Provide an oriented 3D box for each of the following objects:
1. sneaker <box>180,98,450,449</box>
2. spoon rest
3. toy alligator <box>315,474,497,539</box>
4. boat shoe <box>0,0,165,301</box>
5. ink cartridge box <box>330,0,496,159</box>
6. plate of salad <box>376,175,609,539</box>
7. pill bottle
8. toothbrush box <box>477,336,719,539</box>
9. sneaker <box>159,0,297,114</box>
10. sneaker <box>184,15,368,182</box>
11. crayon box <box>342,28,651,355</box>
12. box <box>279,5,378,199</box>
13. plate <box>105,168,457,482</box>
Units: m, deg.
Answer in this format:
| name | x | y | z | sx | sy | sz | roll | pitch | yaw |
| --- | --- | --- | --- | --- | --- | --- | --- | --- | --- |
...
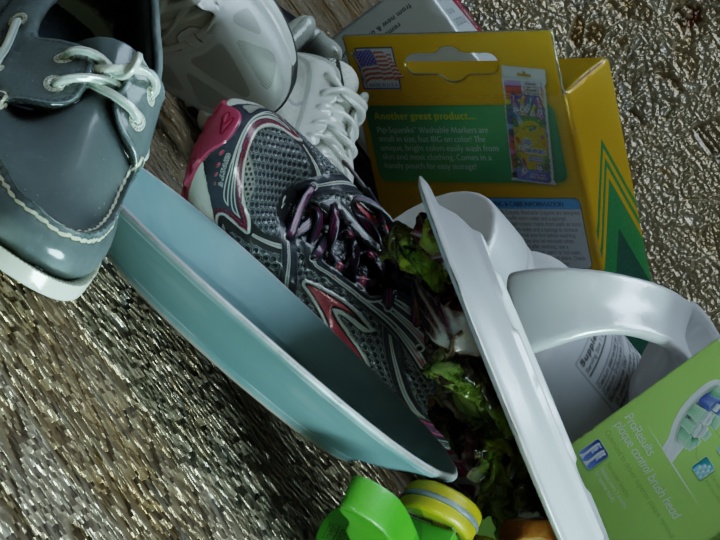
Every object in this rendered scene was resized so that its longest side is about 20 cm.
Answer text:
| name | x | y | z | sx | sy | sz | roll | pitch | yaw |
| --- | --- | --- | --- | --- | --- | --- | --- | --- | --- |
| sneaker | 0.000 | 0.000 | 1.205 | 0.075 | 0.081 | 0.200 | -3 | -40 | 44 |
| spoon rest | 0.138 | 0.048 | 1.290 | 0.200 | 0.061 | 0.100 | 33 | 47 | -52 |
| toy alligator | 0.035 | 0.133 | 1.058 | 0.054 | 0.059 | 0.200 | 5 | -32 | 42 |
| boat shoe | -0.100 | -0.060 | 0.951 | 0.073 | 0.062 | 0.200 | 34 | 22 | -18 |
| ink cartridge box | 0.065 | -0.063 | 1.588 | 0.200 | 0.083 | 0.146 | 53 | 9 | -2 |
| plate of salad | 0.053 | 0.059 | 1.112 | 0.200 | 0.048 | 0.200 | -23 | 90 | -86 |
| pill bottle | 0.080 | 0.064 | 1.373 | 0.200 | 0.113 | 0.113 | 49 | 9 | -28 |
| toothbrush box | 0.154 | 0.122 | 1.245 | 0.146 | 0.200 | 0.086 | 43 | 14 | -49 |
| sneaker | -0.108 | -0.120 | 1.267 | 0.200 | 0.076 | 0.115 | 42 | 20 | -21 |
| sneaker | -0.032 | -0.061 | 1.376 | 0.075 | 0.081 | 0.200 | 51 | 10 | -33 |
| crayon box | 0.074 | -0.036 | 1.455 | 0.052 | 0.126 | 0.200 | -40 | 124 | -49 |
| box | -0.001 | -0.057 | 1.649 | 0.199 | 0.050 | 0.200 | 56 | 9 | 18 |
| plate | -0.045 | 0.018 | 1.063 | 0.200 | 0.026 | 0.200 | 41 | 4 | -3 |
